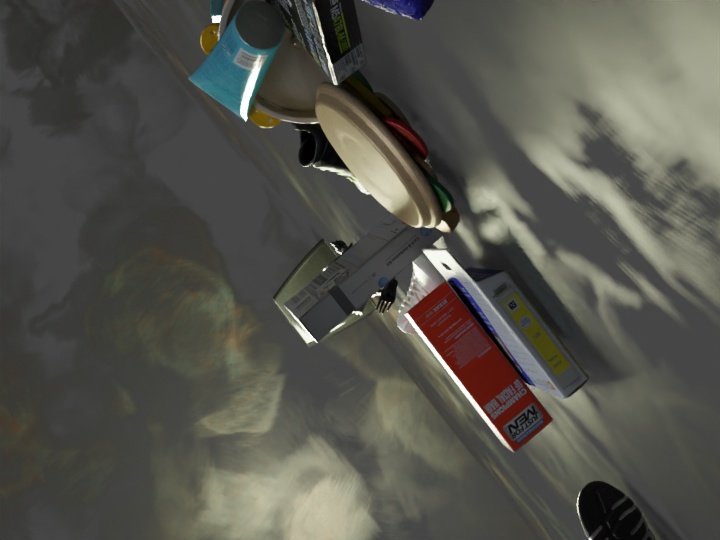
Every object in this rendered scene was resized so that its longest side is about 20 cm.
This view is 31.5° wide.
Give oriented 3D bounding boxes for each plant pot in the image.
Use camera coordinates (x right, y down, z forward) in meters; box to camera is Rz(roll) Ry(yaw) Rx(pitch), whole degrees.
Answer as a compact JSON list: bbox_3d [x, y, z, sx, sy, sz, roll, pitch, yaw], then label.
[{"bbox_3d":[-0.096,0.067,2.955,0.201,0.177,0.200,53,174,3],"label":"plant pot"}]

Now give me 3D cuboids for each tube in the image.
[{"bbox_3d":[-0.126,-0.209,1.304,0.077,0.051,0.200,40,157,-6],"label":"tube"}]

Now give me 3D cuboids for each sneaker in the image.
[{"bbox_3d":[-0.041,-0.153,1.553,0.072,0.083,0.201,48,173,40],"label":"sneaker"},{"bbox_3d":[0.349,0.360,1.652,0.201,0.075,0.116,51,177,9],"label":"sneaker"},{"bbox_3d":[0.088,0.039,1.621,0.078,0.099,0.200,48,173,29],"label":"sneaker"}]

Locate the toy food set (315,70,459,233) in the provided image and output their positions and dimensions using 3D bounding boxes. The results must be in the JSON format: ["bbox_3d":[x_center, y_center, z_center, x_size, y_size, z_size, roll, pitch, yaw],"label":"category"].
[{"bbox_3d":[0.026,-0.123,1.334,0.200,0.049,0.198,46,171,18],"label":"toy food set"}]

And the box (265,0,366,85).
[{"bbox_3d":[-0.075,-0.287,1.183,0.194,0.047,0.200,53,176,14],"label":"box"}]

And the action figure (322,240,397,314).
[{"bbox_3d":[-0.009,0.011,2.265,0.119,0.102,0.200,42,177,-23],"label":"action figure"}]

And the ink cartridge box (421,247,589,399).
[{"bbox_3d":[0.154,0.044,1.405,0.201,0.047,0.198,54,177,-4],"label":"ink cartridge box"}]

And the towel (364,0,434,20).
[{"bbox_3d":[-0.029,-0.270,0.885,0.201,0.049,0.148,56,174,-34],"label":"towel"}]

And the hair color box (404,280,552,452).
[{"bbox_3d":[0.135,0.111,1.493,0.201,0.064,0.111,51,178,3],"label":"hair color box"}]

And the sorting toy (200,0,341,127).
[{"bbox_3d":[-0.108,-0.269,1.435,0.201,0.106,0.181,56,-169,-32],"label":"sorting toy"}]

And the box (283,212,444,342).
[{"bbox_3d":[0.000,0.000,1.573,0.041,0.200,0.156,49,175,-11],"label":"box"}]
